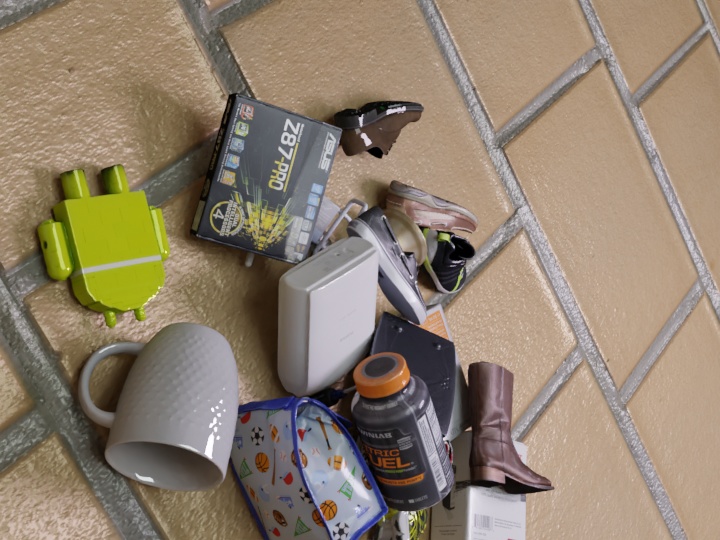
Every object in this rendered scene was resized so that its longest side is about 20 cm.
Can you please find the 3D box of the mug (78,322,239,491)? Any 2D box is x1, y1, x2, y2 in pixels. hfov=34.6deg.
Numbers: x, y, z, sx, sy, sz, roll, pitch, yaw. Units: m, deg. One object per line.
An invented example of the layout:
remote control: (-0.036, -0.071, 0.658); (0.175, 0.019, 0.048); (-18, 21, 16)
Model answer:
mug: (-0.246, 0.154, 1.417); (0.199, 0.148, 0.176); (16, 57, -10)

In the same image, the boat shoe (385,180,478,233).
boat shoe: (0.111, -0.087, 1.884); (0.199, 0.076, 0.072); (18, 95, -39)

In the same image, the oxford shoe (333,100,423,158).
oxford shoe: (0.031, -0.225, 1.840); (0.199, 0.072, 0.085); (-24, 114, -44)

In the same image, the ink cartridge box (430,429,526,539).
ink cartridge box: (0.189, 0.366, 1.832); (0.144, 0.083, 0.202); (21, 66, -40)

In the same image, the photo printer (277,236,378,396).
photo printer: (-0.046, 0.072, 1.624); (0.166, 0.069, 0.201); (-32, 136, -44)

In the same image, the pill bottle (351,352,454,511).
pill bottle: (0.050, 0.207, 1.510); (0.106, 0.106, 0.201); (-44, 127, -42)

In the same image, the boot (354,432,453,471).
boot: (0.070, 0.235, 1.688); (0.073, 0.153, 0.205); (43, 54, -43)

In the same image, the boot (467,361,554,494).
boot: (0.237, 0.244, 1.816); (0.186, 0.064, 0.202); (22, 59, -42)

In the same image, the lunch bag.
lunch bag: (-0.081, 0.258, 1.522); (0.124, 0.169, 0.201); (-36, 104, -39)

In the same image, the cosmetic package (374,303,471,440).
cosmetic package: (0.103, 0.164, 1.804); (0.101, 0.071, 0.201); (-26, 99, -46)

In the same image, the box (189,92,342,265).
box: (-0.129, -0.122, 1.577); (0.160, 0.049, 0.201); (17, 90, -24)

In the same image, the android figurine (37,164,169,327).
android figurine: (-0.314, -0.030, 1.450); (0.181, 0.041, 0.202); (-15, 90, -47)

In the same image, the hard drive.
hard drive: (0.069, 0.154, 1.657); (0.134, 0.042, 0.201); (24, 36, -10)

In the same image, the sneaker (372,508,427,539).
sneaker: (0.066, 0.386, 1.709); (0.084, 0.074, 0.202); (20, 66, -41)

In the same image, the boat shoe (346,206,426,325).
boat shoe: (0.053, -0.009, 1.698); (0.066, 0.070, 0.201); (-42, 114, -17)

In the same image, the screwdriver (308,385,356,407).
screwdriver: (-0.014, 0.166, 1.592); (0.028, 0.199, 0.029); (47, 52, -16)

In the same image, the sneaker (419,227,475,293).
sneaker: (0.149, -0.013, 1.855); (0.200, 0.082, 0.072); (36, 54, -61)

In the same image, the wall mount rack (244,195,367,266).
wall mount rack: (-0.086, -0.059, 1.672); (0.200, 0.074, 0.174); (36, 88, -33)

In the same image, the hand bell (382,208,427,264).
hand bell: (0.000, 0.000, 1.737); (0.200, 0.104, 0.105); (-39, 108, -35)
